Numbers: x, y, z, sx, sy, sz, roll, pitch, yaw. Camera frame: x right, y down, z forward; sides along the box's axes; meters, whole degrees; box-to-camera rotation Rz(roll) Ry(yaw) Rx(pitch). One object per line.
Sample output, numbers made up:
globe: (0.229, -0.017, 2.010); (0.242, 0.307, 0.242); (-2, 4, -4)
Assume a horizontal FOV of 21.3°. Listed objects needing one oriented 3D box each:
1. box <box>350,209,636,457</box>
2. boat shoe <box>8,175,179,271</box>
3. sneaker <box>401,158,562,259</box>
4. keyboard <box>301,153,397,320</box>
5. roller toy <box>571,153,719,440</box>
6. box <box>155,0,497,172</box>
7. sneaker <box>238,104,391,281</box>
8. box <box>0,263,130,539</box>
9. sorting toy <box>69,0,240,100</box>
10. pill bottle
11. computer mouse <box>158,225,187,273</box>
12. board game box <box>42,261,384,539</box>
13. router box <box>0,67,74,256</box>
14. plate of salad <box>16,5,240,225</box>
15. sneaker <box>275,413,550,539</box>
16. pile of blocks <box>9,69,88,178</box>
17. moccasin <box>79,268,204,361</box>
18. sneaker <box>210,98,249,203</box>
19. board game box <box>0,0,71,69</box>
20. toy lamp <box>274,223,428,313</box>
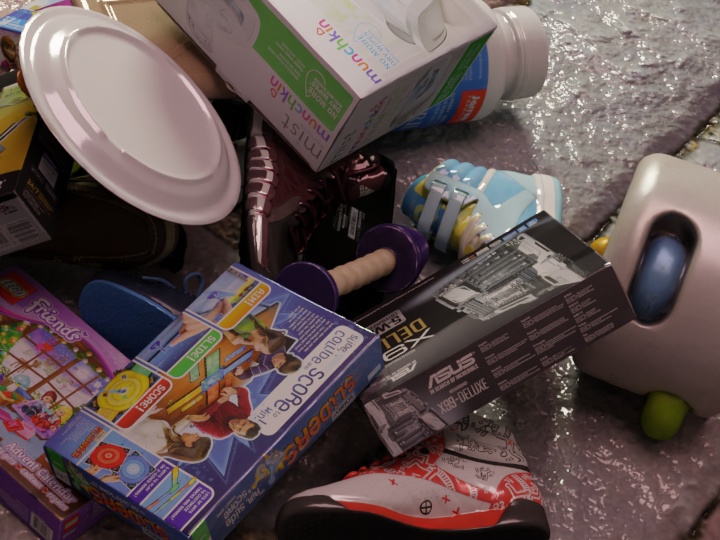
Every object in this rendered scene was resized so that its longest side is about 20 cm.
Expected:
box: (0.080, 0.042, 1.378); (0.199, 0.050, 0.158); (-29, 19, -2)
boat shoe: (-0.228, -0.032, 1.421); (0.202, 0.075, 0.075); (6, 18, 36)
sneaker: (0.094, -0.016, 1.534); (0.130, 0.080, 0.200); (14, 34, -5)
keyboard: (-0.026, -0.035, 1.558); (0.104, 0.040, 0.201); (28, 40, -18)
roller toy: (0.241, 0.007, 1.473); (0.139, 0.183, 0.200); (21, 44, 7)
box: (-0.030, -0.201, 1.492); (0.200, 0.097, 0.176); (48, 47, 12)
sneaker: (-0.033, -0.055, 1.470); (0.115, 0.076, 0.201); (4, 51, -5)
box: (-0.231, 0.092, 1.356); (0.200, 0.039, 0.137); (37, 47, 21)
sorting toy: (-0.146, -0.216, 1.538); (0.184, 0.037, 0.201); (-9, 60, -28)
pill bottle: (0.059, -0.181, 1.664); (0.199, 0.113, 0.112); (-9, 49, -23)
computer mouse: (-0.148, -0.071, 1.537); (0.034, 0.059, 0.201); (15, 43, -24)
board game box: (-0.097, 0.091, 1.293); (0.135, 0.035, 0.200); (27, 56, 30)
router box: (-0.306, -0.064, 1.407); (0.199, 0.052, 0.158); (-17, 39, 21)
plate of salad: (-0.170, -0.108, 1.390); (0.200, 0.048, 0.200); (35, 31, -24)
sneaker: (0.030, 0.151, 1.353); (0.200, 0.067, 0.108); (3, 44, -18)
pile of blocks: (-0.255, -0.094, 1.522); (0.082, 0.062, 0.200); (-26, 57, -35)
moccasin: (-0.112, 0.057, 1.413); (0.200, 0.081, 0.068); (32, 39, -4)
sneaker: (-0.099, -0.141, 1.607); (0.073, 0.071, 0.201); (10, 44, -6)
board game box: (-0.176, -0.213, 1.632); (0.199, 0.041, 0.199); (17, 38, 34)
toy lamp: (0.000, 0.000, 1.452); (0.058, 0.058, 0.200); (30, 20, 15)
